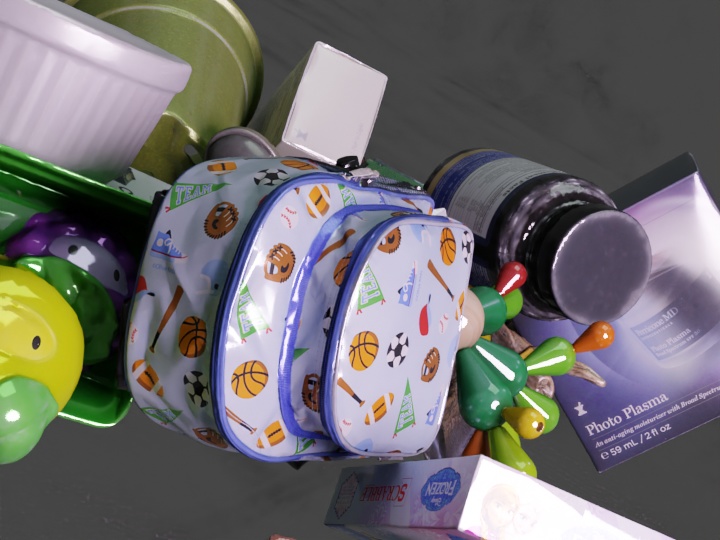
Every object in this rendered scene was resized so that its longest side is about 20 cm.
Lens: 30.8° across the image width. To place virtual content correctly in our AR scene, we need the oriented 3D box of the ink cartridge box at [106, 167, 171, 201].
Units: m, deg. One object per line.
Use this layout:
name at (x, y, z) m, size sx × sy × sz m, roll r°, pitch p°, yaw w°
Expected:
ink cartridge box at (-0.215, -0.035, 0.899) m, size 0.200 × 0.083 × 0.146 m, roll 24°, pitch 16°, yaw -16°

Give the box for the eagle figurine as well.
eagle figurine at (0.056, 0.089, 0.970) m, size 0.200 × 0.151 × 0.152 m, roll -32°, pitch 14°, yaw -39°

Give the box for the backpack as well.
backpack at (-0.036, 0.025, 0.729) m, size 0.154 × 0.200 × 0.190 m, roll 7°, pitch 0°, yaw 40°

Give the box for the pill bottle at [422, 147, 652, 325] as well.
pill bottle at (0.131, -0.025, 1.007) m, size 0.112 × 0.112 × 0.200 m, roll 21°, pitch 6°, yaw -27°

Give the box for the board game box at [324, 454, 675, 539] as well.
board game box at (0.103, 0.163, 0.744) m, size 0.200 × 0.041 × 0.199 m, roll 25°, pitch -18°, yaw -14°

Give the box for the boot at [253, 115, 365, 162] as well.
boot at (-0.063, -0.104, 1.390) m, size 0.188 × 0.069 × 0.200 m, roll 23°, pitch 18°, yaw -23°

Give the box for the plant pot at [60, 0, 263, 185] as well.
plant pot at (-0.178, -0.121, 1.090) m, size 0.200 × 0.200 × 0.190 m, roll 23°, pitch 31°, yaw -21°

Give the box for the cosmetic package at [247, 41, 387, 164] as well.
cosmetic package at (-0.058, -0.108, 1.164) m, size 0.073 × 0.104 × 0.200 m, roll 25°, pitch -23°, yaw -16°

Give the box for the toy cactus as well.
toy cactus at (0.085, 0.053, 0.843) m, size 0.165 × 0.102 × 0.200 m, roll 45°, pitch 38°, yaw -27°

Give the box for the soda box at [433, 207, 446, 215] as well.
soda box at (0.000, 0.000, 0.996) m, size 0.064 × 0.068 × 0.200 m, roll -11°, pitch 0°, yaw -24°

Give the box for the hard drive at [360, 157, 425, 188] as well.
hard drive at (0.042, -0.038, 1.196) m, size 0.140 × 0.038 × 0.200 m, roll 27°, pitch 23°, yaw 2°

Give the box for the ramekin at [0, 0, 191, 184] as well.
ramekin at (-0.214, -0.127, 0.817) m, size 0.202 × 0.094 × 0.202 m, roll 25°, pitch 7°, yaw -3°

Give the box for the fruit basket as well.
fruit basket at (-0.198, 0.013, 0.709) m, size 0.215 × 0.156 × 0.216 m, roll 21°, pitch 1°, yaw 0°

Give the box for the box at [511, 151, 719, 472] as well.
box at (0.247, 0.035, 1.141) m, size 0.199 × 0.200 × 0.123 m, roll 59°, pitch 16°, yaw -5°

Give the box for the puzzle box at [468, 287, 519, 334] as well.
puzzle box at (0.050, 0.021, 1.165) m, size 0.200 × 0.025 × 0.133 m, roll 30°, pitch 17°, yaw 11°

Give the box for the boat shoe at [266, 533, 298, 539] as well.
boat shoe at (0.036, 0.182, 0.696) m, size 0.200 × 0.072 × 0.076 m, roll 26°, pitch 17°, yaw -13°

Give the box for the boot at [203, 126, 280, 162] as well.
boot at (-0.087, -0.002, 0.922) m, size 0.072 × 0.182 × 0.200 m, roll -14°, pitch 11°, yaw 14°
